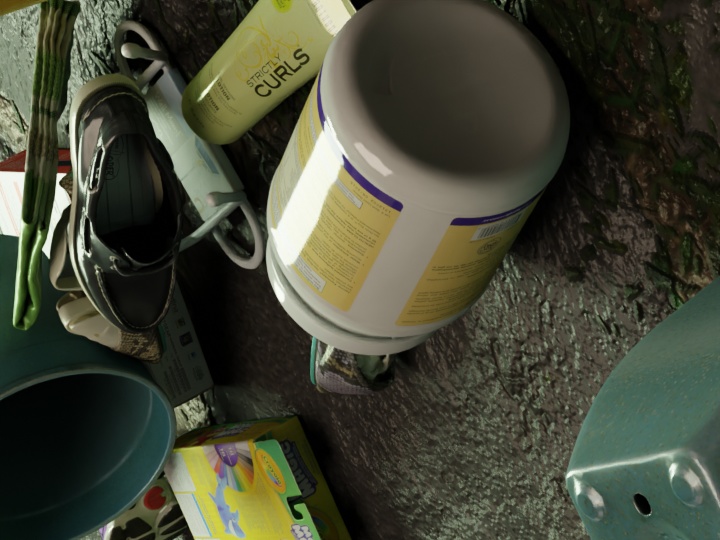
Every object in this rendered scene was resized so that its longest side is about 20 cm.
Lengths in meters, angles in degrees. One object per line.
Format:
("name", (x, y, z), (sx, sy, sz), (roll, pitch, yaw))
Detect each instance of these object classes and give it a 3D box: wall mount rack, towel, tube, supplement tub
("wall mount rack", (-0.134, -0.086, 1.713), (0.201, 0.074, 0.174), (59, 151, 4))
("towel", (-0.224, -0.078, 1.747), (0.149, 0.030, 0.201), (106, 167, -59))
("tube", (-0.057, -0.142, 1.575), (0.058, 0.052, 0.200), (23, 151, -19))
("supplement tub", (0.026, -0.052, 1.417), (0.146, 0.145, 0.200), (53, 149, 16))

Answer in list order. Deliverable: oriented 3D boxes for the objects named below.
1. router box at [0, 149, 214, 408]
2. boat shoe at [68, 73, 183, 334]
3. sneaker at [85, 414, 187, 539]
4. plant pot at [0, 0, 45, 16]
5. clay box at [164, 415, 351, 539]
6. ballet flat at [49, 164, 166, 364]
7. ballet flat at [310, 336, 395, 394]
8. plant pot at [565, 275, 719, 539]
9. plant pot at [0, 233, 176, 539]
("router box", (-0.210, 0.004, 1.934), (0.179, 0.049, 0.201), (6, 119, 56))
("boat shoe", (-0.152, -0.031, 1.640), (0.066, 0.074, 0.201), (-131, 35, -49))
("sneaker", (-0.192, 0.171, 2.012), (0.084, 0.080, 0.201), (58, 163, 33))
("plant pot", (-0.264, -0.251, 1.610), (0.176, 0.199, 0.201), (-143, 34, -66))
("clay box", (-0.076, 0.174, 1.866), (0.200, 0.047, 0.116), (-12, 104, 59))
("ballet flat", (-0.186, 0.000, 1.732), (0.068, 0.075, 0.201), (40, 148, 36))
("ballet flat", (0.000, 0.000, 1.598), (0.072, 0.072, 0.201), (34, 141, 39))
("plant pot", (0.218, 0.100, 1.185), (0.196, 0.199, 0.197), (-20, 97, 61))
("plant pot", (-0.265, 0.082, 1.861), (0.201, 0.199, 0.188), (96, 151, -45))
